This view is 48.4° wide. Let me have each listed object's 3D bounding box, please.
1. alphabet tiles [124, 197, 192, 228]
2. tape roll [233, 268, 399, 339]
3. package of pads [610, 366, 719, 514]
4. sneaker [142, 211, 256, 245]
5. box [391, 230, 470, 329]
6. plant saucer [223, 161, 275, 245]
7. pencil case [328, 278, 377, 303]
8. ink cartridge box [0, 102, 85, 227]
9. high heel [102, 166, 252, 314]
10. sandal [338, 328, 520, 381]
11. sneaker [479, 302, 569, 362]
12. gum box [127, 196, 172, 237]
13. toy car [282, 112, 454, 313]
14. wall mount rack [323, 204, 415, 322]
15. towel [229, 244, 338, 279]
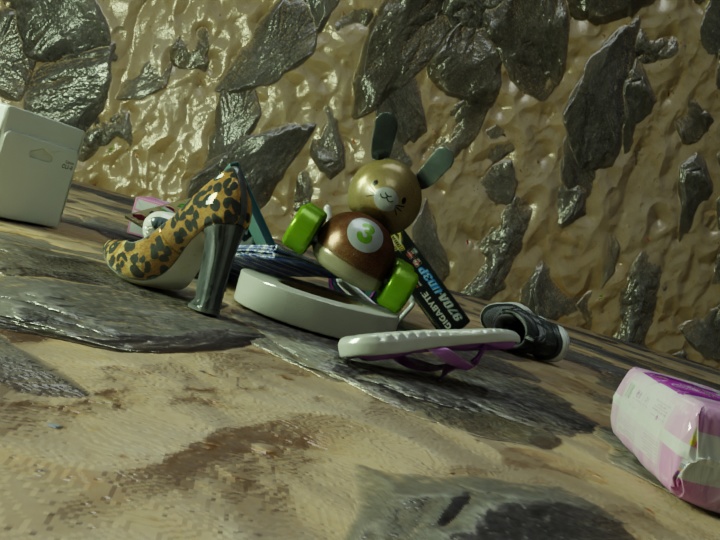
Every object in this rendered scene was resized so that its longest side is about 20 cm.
[{"bbox_3d":[-0.259,-0.064,1.323,0.198,0.008,0.167,30,28,23],"label":"alphabet tiles"},{"bbox_3d":[-0.051,0.043,0.955,0.200,0.038,0.203,17,2,-1],"label":"tape roll"},{"bbox_3d":[0.284,0.138,0.646,0.119,0.077,0.200,18,3,4],"label":"package of pads"},{"bbox_3d":[-0.225,-0.075,1.126,0.198,0.131,0.079,15,-40,-44],"label":"sneaker"},{"bbox_3d":[0.083,0.006,1.229,0.201,0.046,0.159,54,0,-2],"label":"box"},{"bbox_3d":[-0.147,-0.060,1.156,0.019,0.202,0.070,-24,9,5],"label":"plant saucer"},{"bbox_3d":[0.014,0.015,1.350,0.092,0.086,0.200,-28,-8,14],"label":"pencil case"},{"bbox_3d":[-0.513,-0.160,1.102,0.198,0.147,0.145,17,2,23],"label":"ink cartridge box"},{"bbox_3d":[-0.192,-0.050,0.831,0.198,0.145,0.071,18,4,36],"label":"high heel"},{"bbox_3d":[0.068,0.084,0.791,0.200,0.051,0.082,1,-5,-26],"label":"sandal"},{"bbox_3d":[0.251,0.091,1.358,0.113,0.077,0.199,18,4,-36],"label":"sneaker"},{"bbox_3d":[-0.302,-0.073,1.439,0.197,0.067,0.114,17,4,-2],"label":"gum box"},{"bbox_3d":[0.026,-0.081,0.979,0.163,0.202,0.158,31,6,-3],"label":"toy car"},{"bbox_3d":[0.000,0.000,1.148,0.173,0.075,0.200,43,-1,11],"label":"wall mount rack"},{"bbox_3d":[-0.142,-0.006,1.034,0.198,0.024,0.144,1,-12,34],"label":"towel"}]
